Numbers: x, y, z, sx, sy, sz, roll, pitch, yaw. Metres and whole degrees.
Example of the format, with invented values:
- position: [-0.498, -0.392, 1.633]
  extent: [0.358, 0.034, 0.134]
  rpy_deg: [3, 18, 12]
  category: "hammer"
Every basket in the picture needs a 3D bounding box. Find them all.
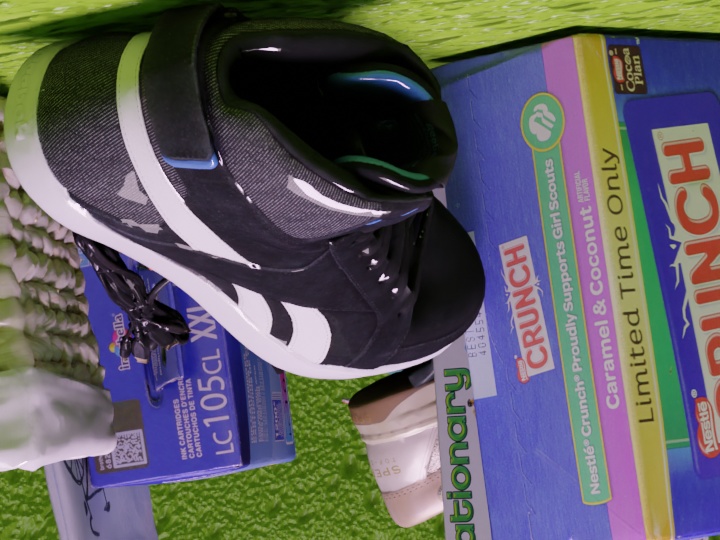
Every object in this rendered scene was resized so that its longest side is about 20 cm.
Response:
- position: [-0.163, 0.010, 0.884]
  extent: [0.135, 0.124, 0.200]
  rpy_deg: [-6, 177, 1]
  category: "basket"

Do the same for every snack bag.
- position: [-0.132, 0.064, 1.216]
  extent: [0.021, 0.201, 0.189]
  rpy_deg: [-12, 177, 5]
  category: "snack bag"

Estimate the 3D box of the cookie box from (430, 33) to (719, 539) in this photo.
- position: [0.126, 0.007, 0.928]
  extent: [0.199, 0.172, 0.075]
  rpy_deg: [-3, 173, -44]
  category: "cookie box"

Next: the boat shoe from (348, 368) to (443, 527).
- position: [0.096, 0.049, 1.102]
  extent: [0.199, 0.065, 0.072]
  rpy_deg: [-20, -176, -13]
  category: "boat shoe"

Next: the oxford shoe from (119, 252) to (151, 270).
- position: [-0.061, -0.017, 1.011]
  extent: [0.199, 0.073, 0.071]
  rpy_deg: [-6, 177, -5]
  category: "oxford shoe"

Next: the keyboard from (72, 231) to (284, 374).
- position: [-0.041, -0.012, 0.939]
  extent: [0.126, 0.021, 0.200]
  rpy_deg: [-17, 152, 4]
  category: "keyboard"

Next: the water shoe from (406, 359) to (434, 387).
- position: [0.000, 0.000, 1.119]
  extent: [0.079, 0.072, 0.200]
  rpy_deg: [-34, -162, -19]
  category: "water shoe"

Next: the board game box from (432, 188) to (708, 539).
- position: [0.078, 0.030, 0.972]
  extent: [0.034, 0.201, 0.126]
  rpy_deg: [-5, 177, 41]
  category: "board game box"

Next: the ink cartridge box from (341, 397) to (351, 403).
- position: [0.104, 0.104, 1.414]
  extent: [0.175, 0.045, 0.200]
  rpy_deg: [4, 175, 23]
  category: "ink cartridge box"

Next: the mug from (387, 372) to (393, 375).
- position: [0.081, 0.007, 1.306]
  extent: [0.151, 0.115, 0.185]
  rpy_deg: [-4, 177, -19]
  category: "mug"

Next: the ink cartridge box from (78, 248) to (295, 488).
- position: [-0.087, 0.030, 1.221]
  extent: [0.076, 0.137, 0.200]
  rpy_deg: [-9, 177, 8]
  category: "ink cartridge box"

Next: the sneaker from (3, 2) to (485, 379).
- position: [0.000, -0.017, 0.779]
  extent: [0.111, 0.074, 0.200]
  rpy_deg: [-7, 158, 40]
  category: "sneaker"
